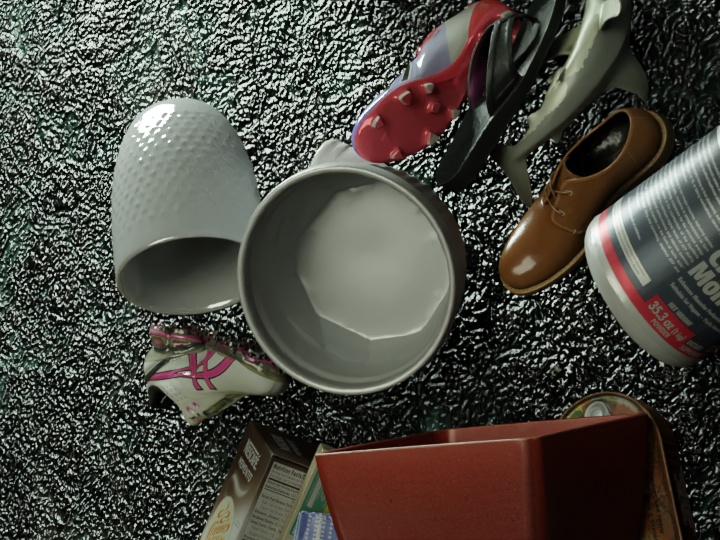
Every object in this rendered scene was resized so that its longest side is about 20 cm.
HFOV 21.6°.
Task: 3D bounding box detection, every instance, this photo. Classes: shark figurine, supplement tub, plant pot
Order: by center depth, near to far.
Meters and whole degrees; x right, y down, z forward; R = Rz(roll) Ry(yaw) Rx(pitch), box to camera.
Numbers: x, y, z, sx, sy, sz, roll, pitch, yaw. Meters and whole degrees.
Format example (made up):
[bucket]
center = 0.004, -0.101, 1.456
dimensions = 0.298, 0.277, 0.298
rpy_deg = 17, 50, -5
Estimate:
[supplement tub]
center = 0.285, -0.032, 1.454
dimensions = 0.200, 0.140, 0.141
rpy_deg = -38, 58, 26
[plant pot]
center = 0.105, 0.213, 1.466
dimensions = 0.198, 0.199, 0.178
rpy_deg = -7, 88, 34
[shark figurine]
center = 0.195, -0.152, 1.603
dimensions = 0.216, 0.089, 0.128
rpy_deg = -60, 17, 1

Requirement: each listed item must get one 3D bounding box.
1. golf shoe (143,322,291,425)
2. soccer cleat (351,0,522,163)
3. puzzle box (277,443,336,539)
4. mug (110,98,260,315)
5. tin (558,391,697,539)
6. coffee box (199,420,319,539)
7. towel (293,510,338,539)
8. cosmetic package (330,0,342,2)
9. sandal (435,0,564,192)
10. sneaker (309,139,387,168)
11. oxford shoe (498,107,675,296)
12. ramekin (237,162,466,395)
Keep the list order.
[golf shoe]
center = -0.135, 0.105, 1.806
dimensions = 0.199, 0.072, 0.093
rpy_deg = 8, 90, 50
[soccer cleat]
center = 0.062, -0.168, 1.680
dimensions = 0.200, 0.067, 0.076
rpy_deg = -43, 32, -13
[puzzle box]
center = -0.014, 0.266, 1.638
dimensions = 0.025, 0.132, 0.202
rpy_deg = -125, 59, -81
[mug]
center = -0.178, -0.056, 1.845
dimensions = 0.200, 0.146, 0.177
rpy_deg = 124, 144, -52
[tin]
center = 0.212, 0.198, 1.523
dimensions = 0.111, 0.042, 0.202
rpy_deg = -20, 68, 29
[coffee box]
center = -0.094, 0.252, 1.698
dimensions = 0.202, 0.079, 0.114
rpy_deg = -67, 17, 4
[towel]
center = 0.035, 0.285, 1.591
dimensions = 0.198, 0.024, 0.146
rpy_deg = 7, 84, 6
[cosmetic package]
center = 0.031, -0.320, 1.765
dimensions = 0.199, 0.087, 0.105
rpy_deg = -1, 79, 37
[sandal]
center = 0.114, -0.164, 1.619
dimensions = 0.202, 0.048, 0.075
rpy_deg = -61, 18, -6
[sneaker]
center = -0.027, -0.014, 1.754
dimensions = 0.088, 0.075, 0.202
rpy_deg = 21, 98, 16
[oxford shoe]
center = 0.175, -0.063, 1.597
dimensions = 0.200, 0.071, 0.071
rpy_deg = -52, 55, 19
[ramekin]
center = 0.000, 0.000, 1.657
dimensions = 0.198, 0.105, 0.202
rpy_deg = 3, 101, 17
